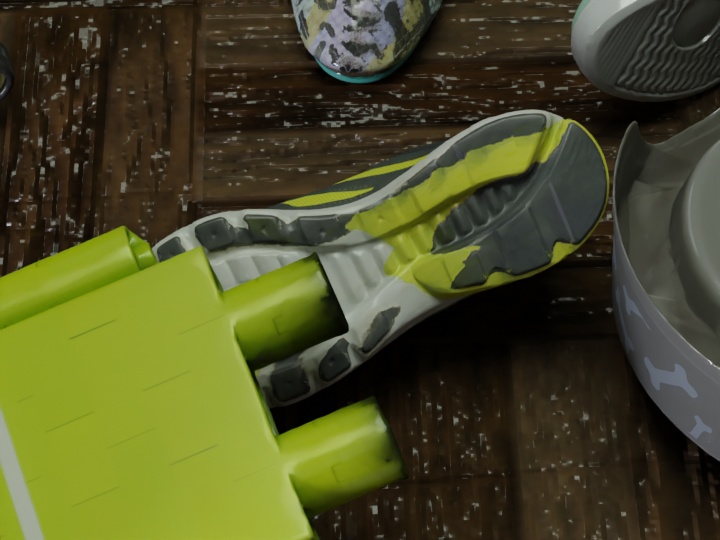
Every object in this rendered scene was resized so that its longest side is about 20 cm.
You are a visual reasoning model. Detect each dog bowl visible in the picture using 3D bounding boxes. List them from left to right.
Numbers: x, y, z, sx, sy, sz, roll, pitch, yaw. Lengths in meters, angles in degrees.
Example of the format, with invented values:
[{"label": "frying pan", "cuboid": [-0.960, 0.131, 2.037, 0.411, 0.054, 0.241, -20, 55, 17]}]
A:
[{"label": "dog bowl", "cuboid": [0.183, 0.005, 1.033, 0.199, 0.059, 0.201, 6, 46, -6]}]

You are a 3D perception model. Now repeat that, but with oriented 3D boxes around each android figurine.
[{"label": "android figurine", "cuboid": [-0.089, 0.072, 0.973, 0.199, 0.041, 0.183, -25, 61, 0]}]

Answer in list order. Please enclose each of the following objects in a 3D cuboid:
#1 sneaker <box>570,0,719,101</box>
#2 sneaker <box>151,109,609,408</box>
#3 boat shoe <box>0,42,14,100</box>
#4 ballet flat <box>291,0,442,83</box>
[{"label": "sneaker", "cuboid": [0.131, -0.145, 1.185, 0.200, 0.074, 0.118, -28, 58, -37]}, {"label": "sneaker", "cuboid": [0.000, 0.000, 1.060, 0.199, 0.085, 0.075, -19, 91, 4]}, {"label": "boat shoe", "cuboid": [-0.230, -0.063, 1.114, 0.200, 0.073, 0.065, -27, 46, -24]}, {"label": "ballet flat", "cuboid": [0.012, -0.169, 1.217, 0.072, 0.072, 0.201, 9, 47, 9]}]
